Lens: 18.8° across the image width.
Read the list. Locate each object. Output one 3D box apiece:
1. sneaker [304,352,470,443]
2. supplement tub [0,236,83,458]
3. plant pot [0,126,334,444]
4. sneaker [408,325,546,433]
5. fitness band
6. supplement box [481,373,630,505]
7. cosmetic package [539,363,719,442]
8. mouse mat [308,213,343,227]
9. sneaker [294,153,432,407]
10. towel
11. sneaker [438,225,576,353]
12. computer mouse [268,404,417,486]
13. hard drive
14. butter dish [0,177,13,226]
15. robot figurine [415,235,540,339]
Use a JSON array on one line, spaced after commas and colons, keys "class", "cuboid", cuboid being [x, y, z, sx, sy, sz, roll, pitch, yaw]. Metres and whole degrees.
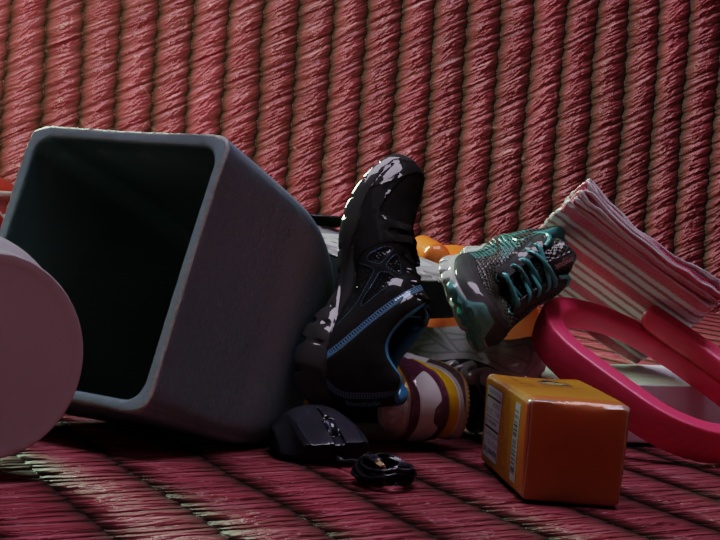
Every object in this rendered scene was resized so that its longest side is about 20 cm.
[{"class": "sneaker", "cuboid": [-0.010, 0.086, 1.631, 0.090, 0.075, 0.200, 3, 1, -38]}, {"class": "supplement tub", "cuboid": [-0.268, 0.043, 1.339, 0.145, 0.145, 0.200, 3, 3, -32]}, {"class": "plant pot", "cuboid": [-0.130, 0.029, 1.551, 0.196, 0.196, 0.200, 6, -17, 40]}, {"class": "sneaker", "cuboid": [0.061, 0.075, 1.731, 0.200, 0.075, 0.081, 12, 47, 41]}, {"class": "fitness band", "cuboid": [0.223, 0.080, 1.667, 0.200, 0.037, 0.144, 36, 31, 29]}, {"class": "supplement box", "cuboid": [0.125, 0.108, 1.430, 0.067, 0.069, 0.200, 5, 4, -4]}, {"class": "cosmetic package", "cuboid": [0.209, 0.107, 1.772, 0.200, 0.052, 0.151, 3, 1, -28]}, {"class": "mouse mat", "cuboid": [-0.111, -0.040, 1.866, 0.161, 0.008, 0.200, 5, -7, -15]}, {"class": "sneaker", "cuboid": [0.021, 0.011, 1.565, 0.082, 0.200, 0.073, 8, -22, 22]}, {"class": "towel", "cuboid": [0.204, 0.005, 1.778, 0.146, 0.030, 0.200, 37, -21, 0]}, {"class": "sneaker", "cuboid": [0.117, 0.002, 1.659, 0.091, 0.078, 0.200, -24, 9, 15]}, {"class": "computer mouse", "cuboid": [-0.011, 0.113, 1.432, 0.059, 0.034, 0.200, 4, 2, -23]}, {"class": "hard drive", "cuboid": [0.000, 0.000, 1.726, 0.140, 0.038, 0.200, 20, 7, 19]}, {"class": "butter dish", "cuboid": [-0.314, 0.028, 1.822, 0.148, 0.199, 0.200, -37, -4, 8]}, {"class": "robot figurine", "cuboid": [0.094, 0.045, 1.922, 0.117, 0.144, 0.200, 5, 12, -16]}]
